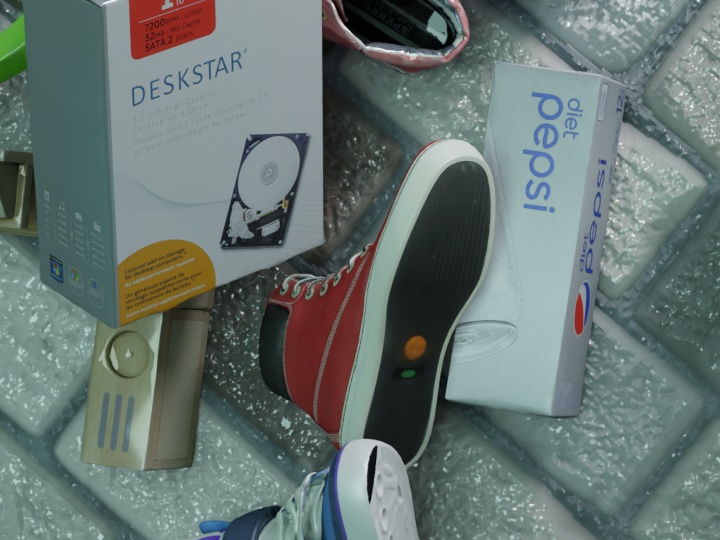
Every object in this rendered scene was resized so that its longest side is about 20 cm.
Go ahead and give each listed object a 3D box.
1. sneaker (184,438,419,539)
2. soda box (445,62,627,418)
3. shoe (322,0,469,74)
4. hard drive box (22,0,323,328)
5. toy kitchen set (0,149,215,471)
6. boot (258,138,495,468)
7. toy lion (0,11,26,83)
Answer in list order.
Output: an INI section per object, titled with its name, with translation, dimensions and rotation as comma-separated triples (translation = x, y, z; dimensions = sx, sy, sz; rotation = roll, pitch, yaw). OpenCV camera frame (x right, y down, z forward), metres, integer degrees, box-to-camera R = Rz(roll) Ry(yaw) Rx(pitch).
[sneaker]
translation = -0.043, 0.162, 1.703
dimensions = 0.146, 0.200, 0.081
rotation = 1, 58, 12
[soda box]
translation = 0.102, -0.017, 1.723
dimensions = 0.068, 0.063, 0.201
rotation = 9, 91, 19
[shoe]
translation = -0.028, -0.178, 1.717
dimensions = 0.200, 0.091, 0.072
rotation = 30, 87, -10
[hard drive box]
translation = -0.103, -0.090, 1.660
dimensions = 0.077, 0.156, 0.201
rotation = 30, 132, 42
[toy kitchen set]
translation = -0.210, 0.018, 1.774
dimensions = 0.199, 0.163, 0.181
rotation = 7, 90, 19
[boot]
translation = 0.000, 0.000, 1.725
dimensions = 0.144, 0.072, 0.201
rotation = 38, 116, 48
[toy lion]
translation = -0.228, -0.217, 1.833
dimensions = 0.191, 0.069, 0.201
rotation = -22, 69, 11
